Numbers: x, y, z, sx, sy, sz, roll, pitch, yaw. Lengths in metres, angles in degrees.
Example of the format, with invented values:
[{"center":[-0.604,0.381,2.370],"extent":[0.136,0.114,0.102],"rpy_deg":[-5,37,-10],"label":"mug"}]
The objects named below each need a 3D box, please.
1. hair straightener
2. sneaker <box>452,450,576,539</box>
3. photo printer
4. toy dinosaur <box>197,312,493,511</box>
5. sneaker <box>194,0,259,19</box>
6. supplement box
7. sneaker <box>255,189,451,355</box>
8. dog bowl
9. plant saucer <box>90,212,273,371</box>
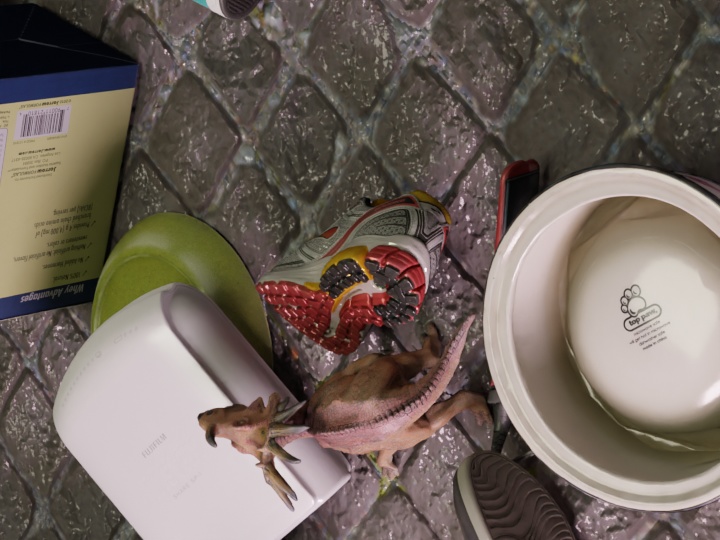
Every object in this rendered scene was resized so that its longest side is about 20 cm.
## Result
[{"center":[0.112,0.036,1.326],"extent":[0.077,0.041,0.202],"rpy_deg":[25,116,39],"label":"hair straightener"},{"center":[0.095,0.221,1.351],"extent":[0.106,0.074,0.201],"rpy_deg":[-37,78,43],"label":"sneaker"},{"center":[-0.122,0.117,1.517],"extent":[0.200,0.069,0.166],"rpy_deg":[50,126,3],"label":"photo printer"},{"center":[-0.003,0.095,1.386],"extent":[0.199,0.135,0.087],"rpy_deg":[-28,79,44],"label":"toy dinosaur"},{"center":[-0.113,-0.286,1.458],"extent":[0.120,0.083,0.202],"rpy_deg":[24,116,29],"label":"sneaker"},{"center":[-0.295,-0.078,1.596],"extent":[0.134,0.199,0.202],"rpy_deg":[31,119,36],"label":"supplement box"},{"center":[0.000,0.000,1.417],"extent":[0.078,0.082,0.199],"rpy_deg":[42,153,-18],"label":"sneaker"},{"center":[0.172,0.033,1.224],"extent":[0.199,0.074,0.202],"rpy_deg":[10,107,34],"label":"dog bowl"},{"center":[-0.144,0.058,1.594],"extent":[0.199,0.031,0.202],"rpy_deg":[11,105,43],"label":"plant saucer"}]
